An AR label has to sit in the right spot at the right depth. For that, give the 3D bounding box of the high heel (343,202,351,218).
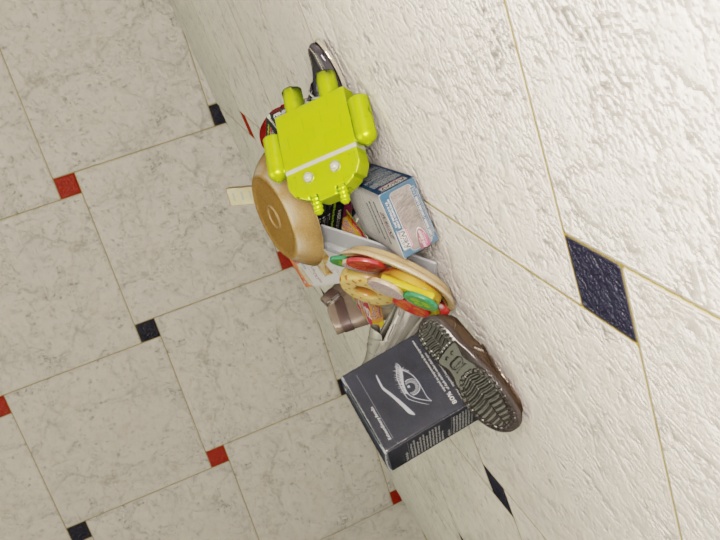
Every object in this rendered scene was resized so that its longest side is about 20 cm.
[{"bbox_3d":[-0.071,-0.150,1.339,0.067,0.095,0.202,6,101,60],"label":"high heel"}]

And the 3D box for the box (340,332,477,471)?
[{"bbox_3d":[0.091,0.197,1.257,0.149,0.199,0.105,58,171,29],"label":"box"}]

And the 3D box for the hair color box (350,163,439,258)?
[{"bbox_3d":[0.040,-0.092,1.163,0.101,0.060,0.200,65,172,-19],"label":"hair color box"}]

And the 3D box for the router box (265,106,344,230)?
[{"bbox_3d":[-0.090,-0.143,1.266,0.150,0.062,0.201,52,155,23],"label":"router box"}]

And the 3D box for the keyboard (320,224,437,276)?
[{"bbox_3d":[0.027,-0.024,1.226,0.198,0.011,0.057,19,140,20],"label":"keyboard"}]

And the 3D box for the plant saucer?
[{"bbox_3d":[-0.126,-0.092,1.273,0.200,0.035,0.201,48,153,34],"label":"plant saucer"}]

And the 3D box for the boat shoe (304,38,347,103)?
[{"bbox_3d":[-0.052,-0.255,1.216,0.073,0.062,0.201,53,166,48],"label":"boat shoe"}]

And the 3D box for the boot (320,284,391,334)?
[{"bbox_3d":[0.014,0.080,1.522,0.200,0.145,0.071,54,170,45],"label":"boot"}]

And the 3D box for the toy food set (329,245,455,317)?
[{"bbox_3d":[0.048,0.021,1.188,0.199,0.049,0.198,22,166,17],"label":"toy food set"}]

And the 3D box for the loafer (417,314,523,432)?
[{"bbox_3d":[0.169,0.137,1.129,0.201,0.071,0.073,54,130,9],"label":"loafer"}]

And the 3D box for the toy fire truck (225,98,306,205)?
[{"bbox_3d":[-0.150,-0.197,1.429,0.129,0.198,0.178,175,75,-75],"label":"toy fire truck"}]

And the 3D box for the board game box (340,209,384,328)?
[{"bbox_3d":[0.000,0.000,1.339,0.096,0.030,0.201,-127,22,-47],"label":"board game box"}]

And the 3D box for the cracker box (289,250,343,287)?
[{"bbox_3d":[-0.070,-0.043,1.495,0.199,0.058,0.135,-9,115,56],"label":"cracker box"}]

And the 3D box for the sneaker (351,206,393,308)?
[{"bbox_3d":[0.028,-0.031,1.402,0.085,0.074,0.202,-121,14,-61],"label":"sneaker"}]

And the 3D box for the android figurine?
[{"bbox_3d":[-0.057,-0.180,1.126,0.041,0.181,0.202,15,-119,-60],"label":"android figurine"}]

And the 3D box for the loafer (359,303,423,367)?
[{"bbox_3d":[0.039,0.119,1.345,0.070,0.201,0.070,35,-176,-12],"label":"loafer"}]
